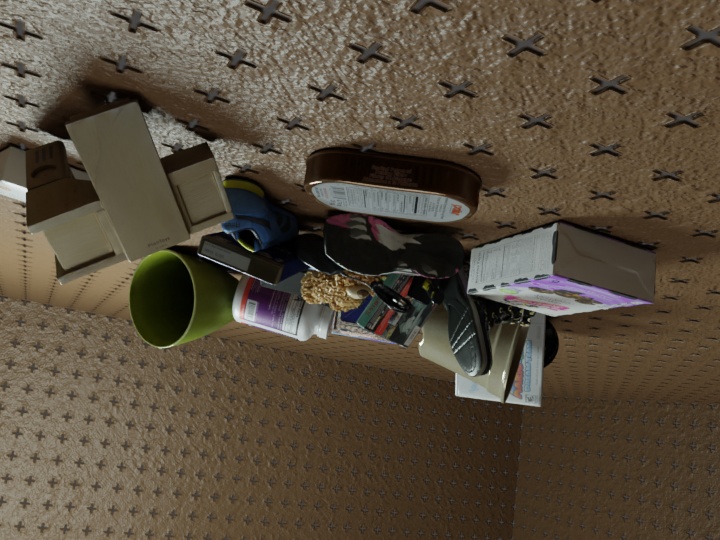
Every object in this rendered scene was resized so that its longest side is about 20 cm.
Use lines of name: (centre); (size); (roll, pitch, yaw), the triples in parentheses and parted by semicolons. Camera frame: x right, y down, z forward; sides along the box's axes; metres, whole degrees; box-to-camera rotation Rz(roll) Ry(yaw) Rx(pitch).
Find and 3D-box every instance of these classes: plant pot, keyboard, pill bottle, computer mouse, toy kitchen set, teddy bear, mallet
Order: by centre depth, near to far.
toy kitchen set: (-0.273, -0.129, 0.750); (0.197, 0.181, 0.165); (-22, 131, -12)
computer mouse: (-0.012, -0.001, 0.957); (0.198, 0.034, 0.059); (29, -160, 10)
mallet: (0.097, 0.035, 0.982); (0.041, 0.067, 0.200); (25, -168, -2)
teddy bear: (-0.026, 0.030, 1.096); (0.144, 0.068, 0.199); (31, 150, -31)
keyboard: (-0.082, 0.021, 1.208); (0.197, 0.040, 0.104); (15, 144, -17)
plant pot: (0.216, 0.126, 1.298); (0.181, 0.203, 0.200); (16, 171, 20)
pill bottle: (-0.152, 0.074, 1.380); (0.197, 0.114, 0.113); (16, 168, 3)
plant pot: (-0.331, 0.056, 1.386); (0.184, 0.191, 0.199); (1, 179, 31)

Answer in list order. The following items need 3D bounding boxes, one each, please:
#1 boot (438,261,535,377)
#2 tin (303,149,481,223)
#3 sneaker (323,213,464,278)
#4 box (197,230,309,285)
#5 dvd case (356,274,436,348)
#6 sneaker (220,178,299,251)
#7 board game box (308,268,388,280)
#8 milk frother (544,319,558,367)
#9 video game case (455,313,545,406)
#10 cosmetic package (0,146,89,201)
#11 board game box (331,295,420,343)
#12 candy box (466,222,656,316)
boot: (0.208, 0.071, 1.035); (0.151, 0.206, 0.074); (9, 137, -22)
tin: (0.034, -0.090, 0.753); (0.196, 0.043, 0.112); (8, 172, 4)
sneaker: (0.041, -0.025, 0.954); (0.197, 0.082, 0.086); (15, 178, -3)
box: (-0.141, -0.028, 0.995); (0.119, 0.033, 0.200); (21, -169, 9)
dvd case: (0.079, 0.051, 1.126); (0.022, 0.147, 0.200); (35, -178, 30)
sneaker: (-0.140, -0.056, 0.926); (0.065, 0.080, 0.200); (3, 168, 15)
board game box: (0.000, 0.000, 1.176); (0.197, 0.035, 0.135); (4, 166, 24)
milk frother: (0.314, 0.156, 1.506); (0.201, 0.180, 0.188); (50, 175, 14)
video game case: (0.286, 0.172, 1.398); (0.179, 0.204, 0.024); (4, -167, 20)
cosmetic package: (-0.398, -0.106, 0.937); (0.198, 0.052, 0.082); (20, 163, -42)
board game box: (0.031, 0.081, 1.373); (0.157, 0.099, 0.200); (10, 167, -4)
candy box: (0.269, 0.005, 0.933); (0.165, 0.073, 0.199); (14, 167, -21)
